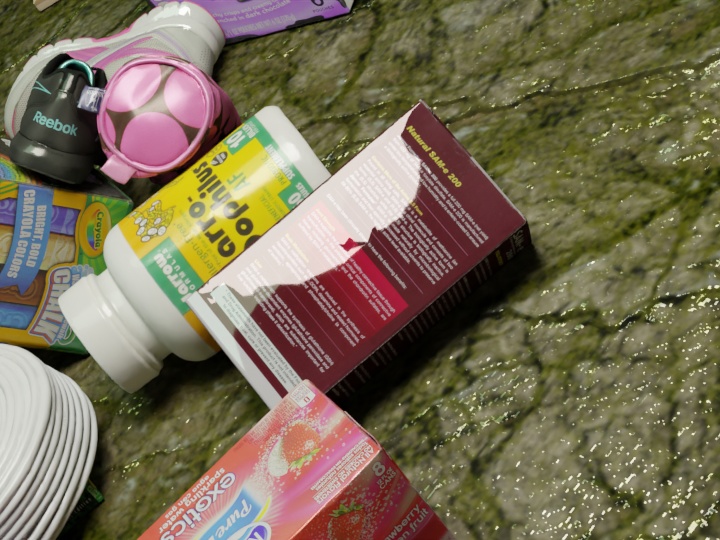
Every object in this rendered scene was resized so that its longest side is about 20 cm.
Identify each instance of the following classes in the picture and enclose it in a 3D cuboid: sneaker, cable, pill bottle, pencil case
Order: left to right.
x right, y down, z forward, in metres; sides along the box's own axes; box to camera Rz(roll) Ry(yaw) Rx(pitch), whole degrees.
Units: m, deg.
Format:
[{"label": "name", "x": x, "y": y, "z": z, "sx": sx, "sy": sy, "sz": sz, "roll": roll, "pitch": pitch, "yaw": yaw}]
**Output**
[{"label": "cable", "x": -0.276, "y": 0.137, "z": 1.337, "sx": 0.199, "sy": 0.069, "sz": 0.201, "roll": 16, "pitch": 63, "yaw": 45}, {"label": "sneaker", "x": -0.204, "y": -0.116, "z": 1.447, "sx": 0.200, "sy": 0.075, "sz": 0.080, "roll": -98, "pitch": 25, "yaw": -79}, {"label": "sneaker", "x": -0.203, "y": -0.142, "z": 1.580, "sx": 0.199, "sy": 0.081, "sz": 0.089, "roll": -24, "pitch": 39, "yaw": 19}, {"label": "pencil case", "x": -0.138, "y": -0.102, "z": 1.418, "sx": 0.090, "sy": 0.200, "sz": 0.094, "roll": 25, "pitch": 91, "yaw": 5}, {"label": "pill bottle", "x": -0.104, "y": -0.010, "z": 1.347, "sx": 0.200, "sy": 0.113, "sz": 0.113, "roll": -38, "pitch": 38, "yaw": 0}]

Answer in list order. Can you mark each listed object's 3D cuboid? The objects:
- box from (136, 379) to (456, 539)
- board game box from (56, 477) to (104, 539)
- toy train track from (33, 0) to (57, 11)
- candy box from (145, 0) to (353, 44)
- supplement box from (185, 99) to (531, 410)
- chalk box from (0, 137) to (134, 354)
[{"label": "box", "x": -0.057, "y": 0.177, "z": 1.136, "sx": 0.200, "sy": 0.100, "sz": 0.095, "roll": -43, "pitch": 38, "yaw": -7}, {"label": "board game box", "x": -0.259, "y": 0.139, "z": 1.397, "sx": 0.105, "sy": 0.023, "sz": 0.200, "roll": -44, "pitch": 39, "yaw": -3}, {"label": "toy train track", "x": -0.219, "y": -0.300, "z": 1.787, "sx": 0.199, "sy": 0.033, "sz": 0.115, "roll": -29, "pitch": 39, "yaw": 14}, {"label": "candy box", "x": -0.117, "y": -0.278, "z": 1.550, "sx": 0.167, "sy": 0.200, "sz": 0.072, "roll": -10, "pitch": 46, "yaw": 32}, {"label": "supplement box", "x": 0.000, "y": 0.000, "z": 1.258, "sx": 0.200, "sy": 0.061, "sz": 0.109, "roll": -40, "pitch": 75, "yaw": -1}, {"label": "chalk box", "x": -0.252, "y": -0.022, "z": 1.441, "sx": 0.125, "sy": 0.199, "sz": 0.125, "roll": 37, "pitch": 111, "yaw": 53}]
